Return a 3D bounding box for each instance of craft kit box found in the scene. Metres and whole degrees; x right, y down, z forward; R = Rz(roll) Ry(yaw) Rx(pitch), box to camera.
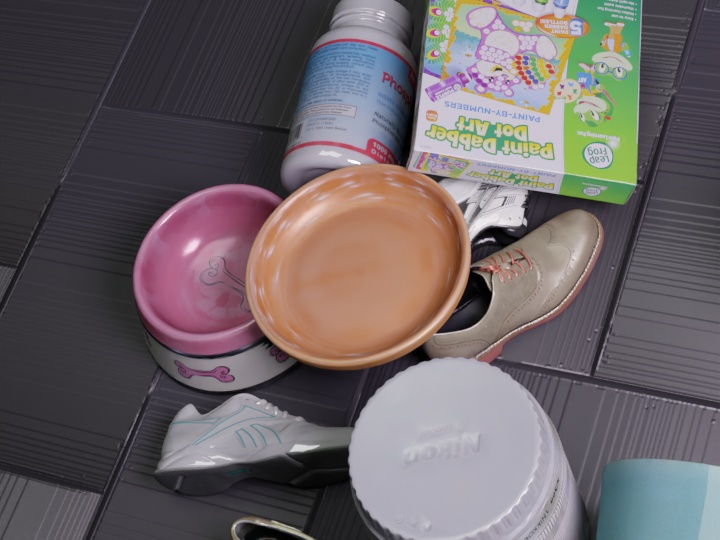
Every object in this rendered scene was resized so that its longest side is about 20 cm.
[{"bbox_3d":[0.148,-0.168,1.349,0.198,0.049,0.199,8,68,-4],"label":"craft kit box"}]

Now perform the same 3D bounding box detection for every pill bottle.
[{"bbox_3d":[-0.005,-0.159,1.445,0.108,0.109,0.202,2,61,19],"label":"pill bottle"}]

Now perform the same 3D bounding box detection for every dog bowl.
[{"bbox_3d":[-0.122,0.008,1.404,0.198,0.074,0.202,-8,58,13],"label":"dog bowl"}]

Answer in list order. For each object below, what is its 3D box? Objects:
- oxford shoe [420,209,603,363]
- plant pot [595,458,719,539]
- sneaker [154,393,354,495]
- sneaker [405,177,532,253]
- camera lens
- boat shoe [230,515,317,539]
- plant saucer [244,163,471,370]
[{"bbox_3d":[0.132,0.012,1.316,0.200,0.075,0.070,-44,57,-10],"label":"oxford shoe"},{"bbox_3d":[0.253,0.239,1.074,0.199,0.201,0.162,9,73,23],"label":"plant pot"},{"bbox_3d":[-0.083,0.143,1.313,0.198,0.071,0.081,-5,56,16],"label":"sneaker"},{"bbox_3d":[0.132,-0.068,1.379,0.200,0.076,0.088,-42,74,-7],"label":"sneaker"},{"bbox_3d":[0.085,0.175,1.158,0.158,0.200,0.161,-8,57,13],"label":"camera lens"},{"bbox_3d":[-0.030,0.264,1.222,0.199,0.069,0.075,26,71,29],"label":"boat shoe"},{"bbox_3d":[0.000,0.000,1.304,0.198,0.038,0.202,-8,57,13],"label":"plant saucer"}]
